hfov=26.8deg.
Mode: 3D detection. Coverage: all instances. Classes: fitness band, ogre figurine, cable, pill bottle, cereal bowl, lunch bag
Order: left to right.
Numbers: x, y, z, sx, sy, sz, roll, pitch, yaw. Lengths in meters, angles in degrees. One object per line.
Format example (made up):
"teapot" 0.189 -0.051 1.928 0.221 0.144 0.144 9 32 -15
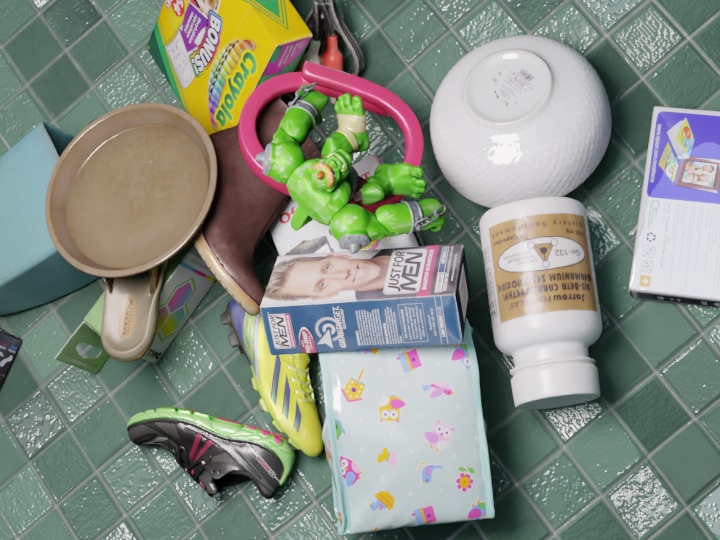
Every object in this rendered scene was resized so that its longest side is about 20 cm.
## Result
"cable" -0.042 -0.277 1.667 0.096 0.051 0.202 11 127 8
"fitness band" -0.032 -0.138 1.590 0.198 0.037 0.145 19 71 0
"ogre figurine" -0.017 -0.093 1.513 0.120 0.098 0.201 -39 96 -35
"lunch bag" 0.044 0.155 1.537 0.168 0.122 0.203 -7 90 -1
"cereal bowl" 0.162 -0.169 1.588 0.197 0.083 0.202 -9 59 16
"pill bottle" 0.189 0.035 1.550 0.113 0.114 0.203 -10 76 14

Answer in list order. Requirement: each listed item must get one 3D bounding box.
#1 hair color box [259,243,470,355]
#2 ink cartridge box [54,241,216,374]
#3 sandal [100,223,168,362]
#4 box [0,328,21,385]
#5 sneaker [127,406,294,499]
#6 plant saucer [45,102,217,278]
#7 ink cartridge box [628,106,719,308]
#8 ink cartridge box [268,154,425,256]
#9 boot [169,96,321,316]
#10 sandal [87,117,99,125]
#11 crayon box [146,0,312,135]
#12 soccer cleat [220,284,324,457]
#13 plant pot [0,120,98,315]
"hair color box" 0.006 0.028 1.516 0.197 0.100 0.061 -5 120 12
"ink cartridge box" -0.240 0.043 1.677 0.059 0.104 0.201 37 90 20
"sandal" -0.247 -0.006 1.605 0.079 0.054 0.203 1 79 17
"box" -0.518 0.083 1.734 0.198 0.132 0.116 22 84 19
"sneaker" -0.171 0.199 1.641 0.197 0.077 0.085 12 81 20
"plant saucer" -0.238 -0.082 1.584 0.197 0.029 0.203 -8 65 17
"ink cartridge box" 0.387 -0.061 1.549 0.197 0.043 0.201 7 81 19
"ink cartridge box" 0.000 0.000 1.628 0.144 0.083 0.202 -27 73 9
"boot" -0.105 -0.071 1.593 0.165 0.072 0.201 -32 72 -3
"sandal" -0.231 -0.113 1.734 0.198 0.045 0.076 25 63 5
"crayon box" -0.150 -0.253 1.673 0.058 0.201 0.174 -19 67 -35
"soccer cleat" -0.081 0.105 1.640 0.083 0.065 0.202 -30 72 6
"plant pot" -0.376 -0.041 1.720 0.199 0.141 0.142 -34 72 12
